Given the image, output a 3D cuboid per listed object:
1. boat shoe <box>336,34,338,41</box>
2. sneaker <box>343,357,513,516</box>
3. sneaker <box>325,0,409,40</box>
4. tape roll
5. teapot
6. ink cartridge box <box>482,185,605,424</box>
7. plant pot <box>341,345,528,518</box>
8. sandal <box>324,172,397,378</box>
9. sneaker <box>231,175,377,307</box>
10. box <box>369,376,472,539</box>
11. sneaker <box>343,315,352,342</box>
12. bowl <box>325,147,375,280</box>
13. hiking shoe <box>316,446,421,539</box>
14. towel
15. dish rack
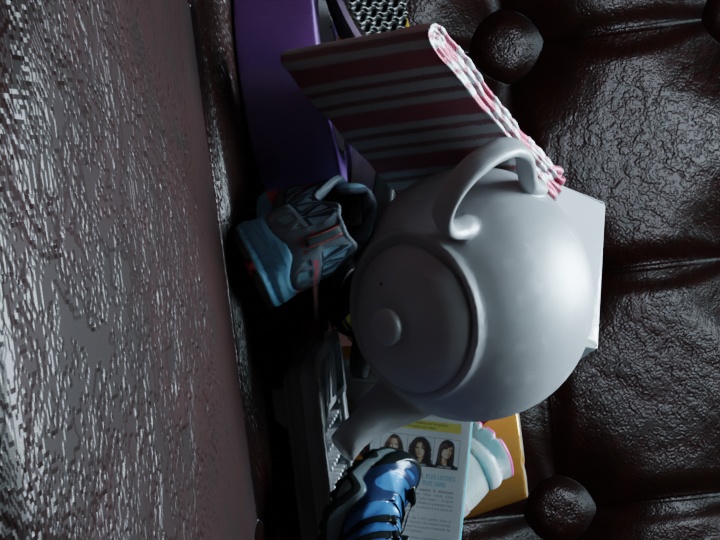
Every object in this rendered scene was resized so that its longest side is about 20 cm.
[{"bbox_3d":[0.049,-0.130,1.250,0.202,0.073,0.060,63,-27,-2],"label":"boat shoe"},{"bbox_3d":[0.030,0.147,1.277,0.088,0.199,0.082,-49,148,-24],"label":"sneaker"},{"bbox_3d":[0.001,-0.173,1.186,0.070,0.090,0.202,-31,96,-42],"label":"sneaker"},{"bbox_3d":[-0.053,-0.161,1.219,0.200,0.065,0.203,-6,90,-84],"label":"tape roll"},{"bbox_3d":[0.063,0.021,1.062,0.145,0.196,0.203,-14,92,-48],"label":"teapot"},{"bbox_3d":[0.125,0.030,1.292,0.200,0.083,0.147,-43,-146,54],"label":"ink cartridge box"},{"bbox_3d":[0.065,0.165,1.430,0.200,0.181,0.203,-7,90,-85],"label":"plant pot"},{"bbox_3d":[0.000,0.000,1.214,0.076,0.047,0.202,83,13,-56],"label":"sandal"},{"bbox_3d":[-0.027,-0.027,1.081,0.200,0.095,0.080,-74,140,-76],"label":"sneaker"},{"bbox_3d":[0.049,0.136,1.200,0.049,0.081,0.203,-29,125,-85],"label":"box"},{"bbox_3d":[0.000,0.011,1.475,0.200,0.075,0.106,-179,-111,-74],"label":"sneaker"},{"bbox_3d":[0.002,-0.058,1.341,0.200,0.093,0.204,-5,-97,52],"label":"bowl"},{"bbox_3d":[0.009,0.201,1.004,0.201,0.086,0.075,-55,147,-45],"label":"hiking shoe"},{"bbox_3d":[0.048,-0.111,1.101,0.200,0.145,0.030,45,55,-39],"label":"towel"},{"bbox_3d":[-0.032,0.154,1.162,0.172,0.043,0.203,-50,133,-84],"label":"dish rack"}]
